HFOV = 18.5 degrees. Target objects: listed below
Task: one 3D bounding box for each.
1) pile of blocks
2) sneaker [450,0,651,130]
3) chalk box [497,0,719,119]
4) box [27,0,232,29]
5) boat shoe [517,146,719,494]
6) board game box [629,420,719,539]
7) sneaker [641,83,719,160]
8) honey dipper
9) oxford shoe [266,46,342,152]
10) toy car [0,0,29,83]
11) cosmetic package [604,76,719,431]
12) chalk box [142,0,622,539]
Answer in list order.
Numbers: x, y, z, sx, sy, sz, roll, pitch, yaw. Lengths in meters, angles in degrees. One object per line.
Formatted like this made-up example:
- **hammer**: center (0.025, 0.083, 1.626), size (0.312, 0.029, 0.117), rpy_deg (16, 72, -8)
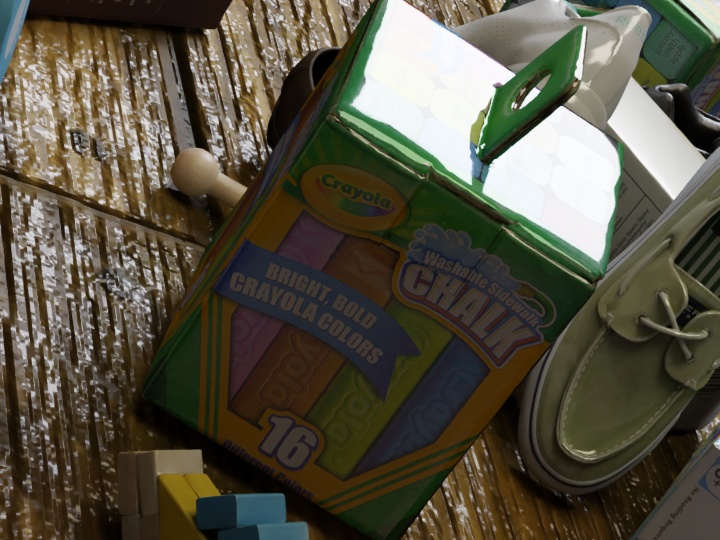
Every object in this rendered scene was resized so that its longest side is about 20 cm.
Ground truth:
- **pile of blocks**: center (-0.013, 0.128, 0.767), size (0.062, 0.082, 0.200), rpy_deg (3, 41, -44)
- **sneaker**: center (0.069, -0.100, 1.091), size (0.075, 0.089, 0.200), rpy_deg (47, -19, -29)
- **chalk box**: center (0.157, -0.127, 1.288), size (0.124, 0.125, 0.200), rpy_deg (46, 31, 20)
- **box**: center (-0.151, -0.181, 1.096), size (0.199, 0.075, 0.100), rpy_deg (0, 44, -49)
- **boat shoe**: center (0.140, 0.013, 0.991), size (0.072, 0.200, 0.062), rpy_deg (36, -6, -3)
- **board game box**: center (0.196, 0.109, 0.995), size (0.103, 0.105, 0.200), rpy_deg (39, 28, 8)
- **sneaker**: center (0.203, -0.016, 1.181), size (0.200, 0.111, 0.077), rpy_deg (44, 30, 16)
- **honey dipper**: center (0.000, 0.000, 1.024), size (0.199, 0.038, 0.038), rpy_deg (30, 29, -5)
- **oxford shoe**: center (0.042, -0.033, 1.050), size (0.200, 0.084, 0.073), rpy_deg (35, 64, 5)
- **toy car**: center (-0.222, -0.074, 0.818), size (0.183, 0.178, 0.200), rpy_deg (17, 3, -5)
- **cosmetic package**: center (0.126, -0.024, 1.121), size (0.073, 0.104, 0.200), rpy_deg (3, 43, -47)
- **chalk box**: center (0.022, -0.017, 0.882), size (0.123, 0.200, 0.125), rpy_deg (32, 29, -6)
